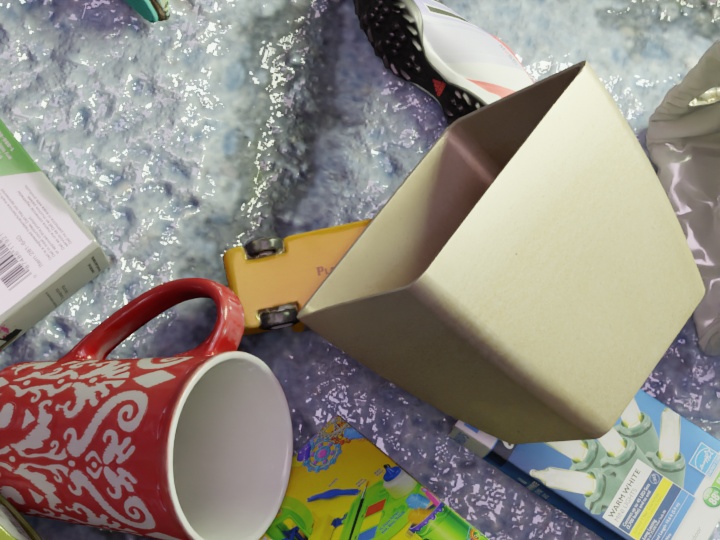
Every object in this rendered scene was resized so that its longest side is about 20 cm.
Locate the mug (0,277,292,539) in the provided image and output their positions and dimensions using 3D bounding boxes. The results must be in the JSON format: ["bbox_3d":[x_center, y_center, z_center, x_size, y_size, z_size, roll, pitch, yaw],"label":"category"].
[{"bbox_3d":[-0.155,0.107,1.166,0.199,0.134,0.178,-1,41,34],"label":"mug"}]

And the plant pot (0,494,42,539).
[{"bbox_3d":[-0.307,0.233,1.107,0.187,0.187,0.200,44,84,7],"label":"plant pot"}]

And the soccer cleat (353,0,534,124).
[{"bbox_3d":[0.073,-0.170,1.297,0.073,0.068,0.200,-35,77,-32],"label":"soccer cleat"}]

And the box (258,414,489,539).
[{"bbox_3d":[-0.010,0.240,1.126,0.200,0.122,0.192,-44,40,-9],"label":"box"}]

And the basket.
[{"bbox_3d":[0.324,-0.061,1.213,0.159,0.198,0.202,-11,78,-8],"label":"basket"}]

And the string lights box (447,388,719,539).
[{"bbox_3d":[0.175,0.132,1.234,0.199,0.059,0.103,33,79,4],"label":"string lights box"}]

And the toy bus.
[{"bbox_3d":[0.000,0.000,1.245,0.198,0.078,0.066,-12,80,-5],"label":"toy bus"}]

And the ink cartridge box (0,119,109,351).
[{"bbox_3d":[-0.309,-0.005,1.231,0.200,0.084,0.145,-39,82,-9],"label":"ink cartridge box"}]

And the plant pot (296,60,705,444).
[{"bbox_3d":[0.110,0.008,1.131,0.177,0.199,0.200,43,68,-13],"label":"plant pot"}]

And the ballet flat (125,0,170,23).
[{"bbox_3d":[-0.205,-0.281,1.301,0.200,0.074,0.074,44,80,5],"label":"ballet flat"}]
